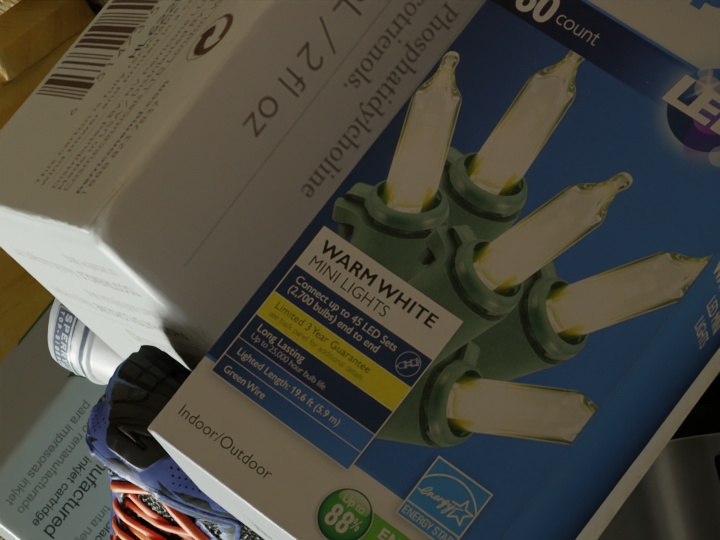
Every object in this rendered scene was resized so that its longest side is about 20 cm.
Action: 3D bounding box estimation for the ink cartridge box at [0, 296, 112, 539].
[{"bbox_3d":[-0.065,0.096,1.203,0.200,0.147,0.083,42,170,-25],"label":"ink cartridge box"}]

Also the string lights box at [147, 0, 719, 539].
[{"bbox_3d":[0.046,0.002,0.768,0.102,0.200,0.059,33,169,23],"label":"string lights box"}]

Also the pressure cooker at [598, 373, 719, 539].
[{"bbox_3d":[0.121,0.124,1.025,0.176,0.177,0.201,83,178,-62],"label":"pressure cooker"}]

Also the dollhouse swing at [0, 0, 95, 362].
[{"bbox_3d":[-0.172,-0.011,1.425,0.201,0.175,0.182,58,165,-14],"label":"dollhouse swing"}]

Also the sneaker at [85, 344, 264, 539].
[{"bbox_3d":[-0.050,0.089,0.883,0.075,0.079,0.200,33,167,21],"label":"sneaker"}]

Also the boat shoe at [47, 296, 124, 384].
[{"bbox_3d":[-0.037,-0.013,1.068,0.065,0.200,0.074,24,138,22],"label":"boat shoe"}]

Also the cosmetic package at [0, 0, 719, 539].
[{"bbox_3d":[0.004,-0.018,0.925,0.200,0.168,0.166,42,168,-22],"label":"cosmetic package"}]
